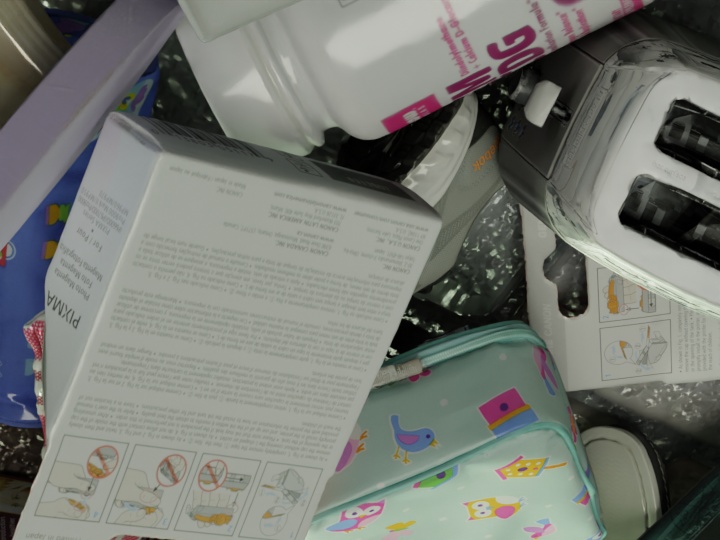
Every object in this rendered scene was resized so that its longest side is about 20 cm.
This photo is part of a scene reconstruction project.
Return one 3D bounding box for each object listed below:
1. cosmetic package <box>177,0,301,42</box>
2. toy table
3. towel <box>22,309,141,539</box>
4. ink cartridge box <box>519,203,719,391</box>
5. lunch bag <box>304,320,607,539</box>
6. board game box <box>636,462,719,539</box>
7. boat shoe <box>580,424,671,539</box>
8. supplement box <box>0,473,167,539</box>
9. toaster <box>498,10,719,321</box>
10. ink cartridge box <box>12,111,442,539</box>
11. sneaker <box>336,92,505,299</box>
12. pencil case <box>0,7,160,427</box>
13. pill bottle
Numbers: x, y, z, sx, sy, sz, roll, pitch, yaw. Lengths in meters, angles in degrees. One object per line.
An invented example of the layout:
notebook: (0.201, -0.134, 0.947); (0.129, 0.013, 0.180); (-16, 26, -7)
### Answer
cosmetic package: (-0.013, -0.230, 0.906); (0.199, 0.168, 0.167); (-23, 124, 4)
toy table: (-0.162, -0.080, 0.900); (0.117, 0.200, 0.184); (38, 126, -3)
towel: (-0.111, 0.057, 1.075); (0.030, 0.147, 0.201); (19, 133, 14)
ink cartridge box: (0.180, -0.021, 1.155); (0.199, 0.050, 0.162); (-5, 123, 2)
lunch bag: (0.033, 0.104, 1.138); (0.160, 0.077, 0.200); (-19, 152, 5)
board game box: (0.201, 0.167, 1.225); (0.200, 0.028, 0.136); (-40, 128, -18)
boat shoe: (0.147, 0.172, 1.254); (0.060, 0.074, 0.201); (-23, 115, -46)
supplement box: (-0.135, 0.178, 1.171); (0.199, 0.111, 0.086); (12, 119, -18)
toaster: (0.161, -0.039, 1.034); (0.199, 0.129, 0.114); (26, 100, -7)
ink cartridge box: (-0.069, 0.044, 0.990); (0.162, 0.057, 0.201); (12, 110, -41)
sneaker: (0.000, 0.000, 1.093); (0.200, 0.074, 0.079); (-49, 129, 1)
pencil case: (-0.140, -0.027, 1.063); (0.087, 0.078, 0.201); (-17, 129, -39)
pill bottle: (0.022, -0.128, 1.009); (0.199, 0.114, 0.114); (-26, 123, 6)
